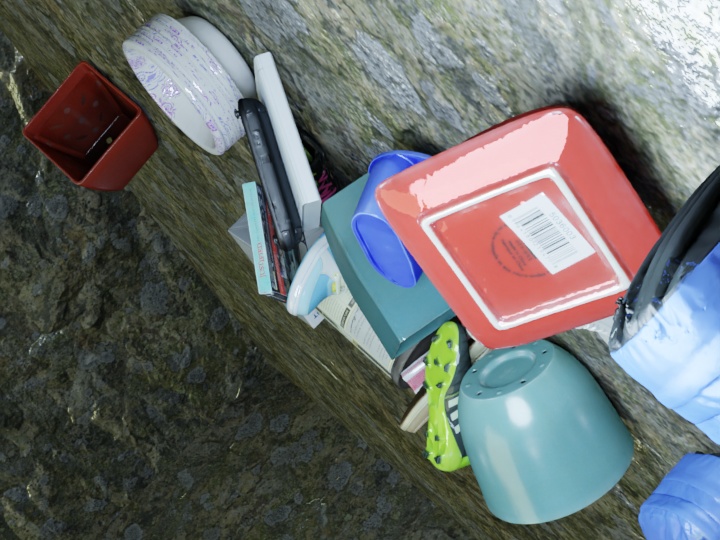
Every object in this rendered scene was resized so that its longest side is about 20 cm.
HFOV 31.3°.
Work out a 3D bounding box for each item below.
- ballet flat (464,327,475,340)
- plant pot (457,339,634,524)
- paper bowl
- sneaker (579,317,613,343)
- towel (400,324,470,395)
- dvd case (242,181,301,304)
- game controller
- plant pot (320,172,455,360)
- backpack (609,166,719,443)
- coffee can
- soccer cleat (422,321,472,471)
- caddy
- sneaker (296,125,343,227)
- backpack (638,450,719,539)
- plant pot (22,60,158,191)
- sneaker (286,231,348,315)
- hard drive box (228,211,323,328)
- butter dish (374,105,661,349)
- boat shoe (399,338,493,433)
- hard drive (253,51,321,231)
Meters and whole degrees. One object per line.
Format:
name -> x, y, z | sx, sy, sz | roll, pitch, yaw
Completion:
ballet flat -> 0.167, 0.059, 1.581 | 0.069, 0.071, 0.200 | 44, 169, 1
plant pot -> 0.211, 0.182, 1.573 | 0.161, 0.200, 0.201 | 62, 164, -21
paper bowl -> -0.220, -0.263, 1.745 | 0.201, 0.104, 0.201 | 45, 167, 13
sneaker -> 0.220, 0.023, 1.239 | 0.076, 0.081, 0.200 | 33, 165, 41
towel -> 0.167, 0.165, 1.784 | 0.200, 0.146, 0.030 | 50, -175, -21
dvd case -> -0.110, -0.030, 1.705 | 0.200, 0.022, 0.146 | 26, -126, -77
game controller -> -0.117, -0.121, 1.633 | 0.104, 0.042, 0.200 | 176, 77, -84
plant pot -> 0.045, -0.019, 1.601 | 0.200, 0.141, 0.141 | 55, 170, 8
backpack -> 0.251, 0.009, 0.724 | 0.168, 0.200, 0.163 | 43, 168, 13
coffee can -> 0.034, 0.050, 1.837 | 0.200, 0.146, 0.146 | 41, 168, 22
soccer cleat -> 0.125, 0.160, 1.655 | 0.067, 0.081, 0.200 | 22, 114, 55
caddy -> 0.075, -0.056, 1.431 | 0.141, 0.105, 0.200 | 14, 155, 25
sneaker -> -0.073, -0.130, 1.772 | 0.200, 0.074, 0.087 | 55, 173, -20
backpack -> 0.398, 0.304, 1.387 | 0.200, 0.168, 0.162 | 51, 162, -6
plant pot -> -0.540, -0.280, 2.688 | 0.200, 0.200, 0.176 | 40, -179, 24
sneaker -> 0.000, 0.000, 1.691 | 0.130, 0.200, 0.080 | 30, 155, 13
hard drive box -> -0.079, -0.038, 1.915 | 0.077, 0.156, 0.200 | 33, 164, 43
butter dish -> 0.148, -0.059, 1.075 | 0.199, 0.148, 0.200 | -21, 119, 33
boat shoe -> 0.134, 0.151, 1.714 | 0.065, 0.200, 0.072 | 43, -174, -3
hard drive -> -0.093, -0.160, 1.634 | 0.132, 0.027, 0.200 | 102, 149, -77
